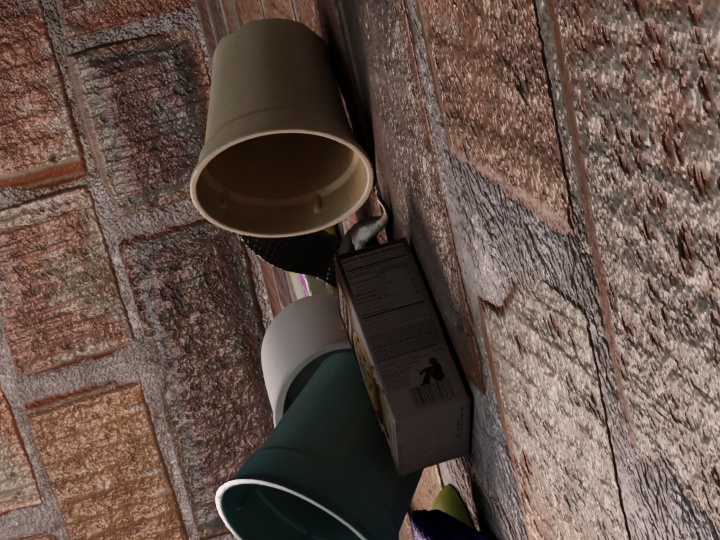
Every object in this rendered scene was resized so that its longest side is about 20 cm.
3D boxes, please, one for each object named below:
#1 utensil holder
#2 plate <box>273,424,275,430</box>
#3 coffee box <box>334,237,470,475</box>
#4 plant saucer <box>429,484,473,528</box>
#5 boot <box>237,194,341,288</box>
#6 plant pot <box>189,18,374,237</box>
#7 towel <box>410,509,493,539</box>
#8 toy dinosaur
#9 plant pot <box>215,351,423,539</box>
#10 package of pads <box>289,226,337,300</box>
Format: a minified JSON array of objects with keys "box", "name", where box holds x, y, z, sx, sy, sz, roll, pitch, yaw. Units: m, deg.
[{"box":[-0.034,0.131,1.739,0.200,0.169,0.171,-122,19,-69],"name":"utensil holder"},{"box":[-0.050,0.274,2.076,0.199,0.032,0.202,21,-114,-48],"name":"plate"},{"box":[0.040,0.084,1.436,0.113,0.079,0.201,85,167,-55],"name":"coffee box"},{"box":[0.112,0.339,1.601,0.200,0.031,0.202,165,90,-83],"name":"plant saucer"},{"box":[-0.074,-0.030,1.727,0.068,0.199,0.131,-60,16,1],"name":"boot"},{"box":[-0.093,-0.168,1.594,0.201,0.199,0.185,88,175,-59],"name":"plant pot"},{"box":[0.104,0.356,1.482,0.147,0.049,0.202,14,118,61],"name":"towel"},{"box":[0.000,0.000,1.570,0.102,0.076,0.201,-117,14,-54],"name":"toy dinosaur"},{"box":[-0.019,0.206,1.516,0.197,0.199,0.201,-58,-23,-34],"name":"plant pot"},{"box":[-0.072,-0.039,2.032,0.155,0.068,0.202,127,129,-79],"name":"package of pads"}]
